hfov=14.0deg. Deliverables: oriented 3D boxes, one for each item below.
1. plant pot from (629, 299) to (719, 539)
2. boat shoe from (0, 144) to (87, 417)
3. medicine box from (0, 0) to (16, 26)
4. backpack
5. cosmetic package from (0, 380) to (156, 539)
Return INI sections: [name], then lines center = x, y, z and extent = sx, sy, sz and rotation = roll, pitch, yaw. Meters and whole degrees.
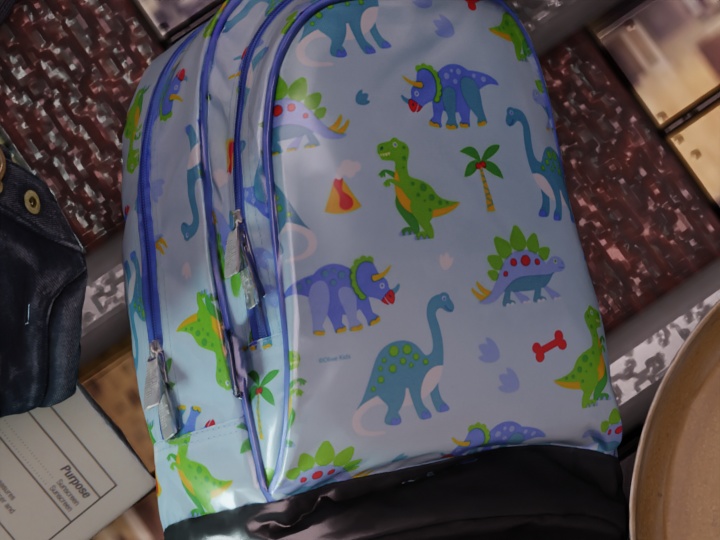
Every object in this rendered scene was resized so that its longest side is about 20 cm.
[plant pot]
center = 0.181, 0.084, 0.965
extent = 0.200, 0.027, 0.200
rotation = 1, 84, -12
[boat shoe]
center = -0.136, -0.032, 0.848
extent = 0.091, 0.200, 0.071
rotation = -23, 38, -26
[medicine box]
center = -0.141, -0.168, 0.939
extent = 0.103, 0.200, 0.182
rotation = 31, 84, 6
[backpack]
center = 0.000, 0.000, 0.946
extent = 0.163, 0.154, 0.200
rotation = -4, 64, -25
[cosmetic package]
center = -0.178, 0.087, 0.951
extent = 0.200, 0.073, 0.104
rotation = -38, 108, -5
